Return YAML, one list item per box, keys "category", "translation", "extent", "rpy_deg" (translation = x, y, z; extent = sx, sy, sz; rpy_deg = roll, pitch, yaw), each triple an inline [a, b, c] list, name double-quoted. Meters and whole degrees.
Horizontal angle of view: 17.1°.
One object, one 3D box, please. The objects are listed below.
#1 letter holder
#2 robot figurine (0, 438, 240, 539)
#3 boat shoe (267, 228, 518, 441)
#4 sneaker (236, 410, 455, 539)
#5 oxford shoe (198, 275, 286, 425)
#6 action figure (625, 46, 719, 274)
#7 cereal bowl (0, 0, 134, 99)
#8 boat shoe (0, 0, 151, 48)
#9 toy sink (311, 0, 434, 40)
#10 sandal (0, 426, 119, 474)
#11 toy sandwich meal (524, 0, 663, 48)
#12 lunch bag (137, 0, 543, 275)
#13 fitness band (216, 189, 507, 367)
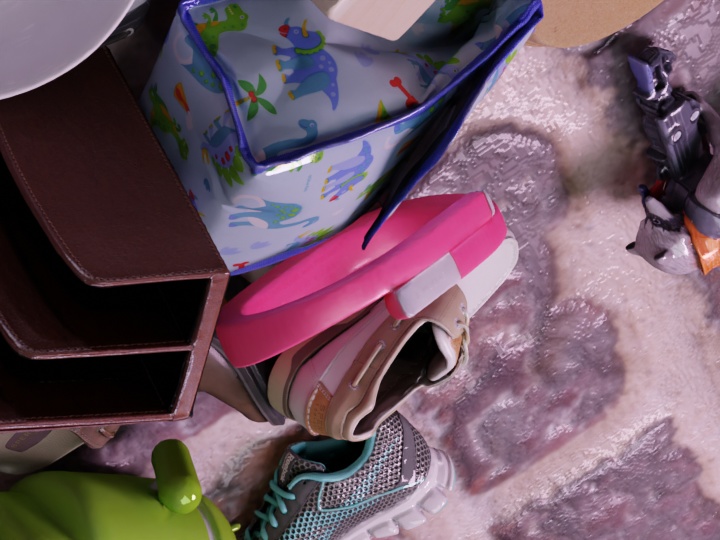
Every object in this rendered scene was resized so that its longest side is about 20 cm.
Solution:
- category: "letter holder"
  translation: [-0.175, -0.020, 1.247]
  extent: [0.141, 0.200, 0.101]
  rpy_deg: [-3, 131, -27]
- category: "robot figurine"
  translation: [-0.158, 0.187, 1.503]
  extent: [0.199, 0.115, 0.176]
  rpy_deg: [13, 106, -49]
- category: "boat shoe"
  translation: [0.036, 0.040, 1.483]
  extent: [0.200, 0.068, 0.075]
  rpy_deg: [-40, 142, -26]
- category: "sneaker"
  translation: [-0.039, 0.156, 1.600]
  extent: [0.199, 0.078, 0.091]
  rpy_deg: [-35, 122, -2]
- category: "oxford shoe"
  translation: [-0.104, 0.040, 1.455]
  extent: [0.084, 0.073, 0.200]
  rpy_deg: [-17, 143, 18]
- category: "action figure"
  translation: [0.245, -0.075, 1.518]
  extent: [0.193, 0.105, 0.200]
  rpy_deg: [-42, 140, -3]
- category: "cereal bowl"
  translation: [-0.199, -0.186, 1.148]
  extent: [0.199, 0.083, 0.202]
  rpy_deg: [-8, 113, -20]
- category: "boat shoe"
  translation: [-0.200, -0.125, 1.241]
  extent: [0.199, 0.070, 0.066]
  rpy_deg: [-21, 155, -15]
- category: "toy sink"
  translation: [-0.018, -0.233, 1.191]
  extent: [0.130, 0.200, 0.112]
  rpy_deg: [-46, 165, 13]
- category: "sandal"
  translation: [-0.167, 0.082, 1.405]
  extent: [0.079, 0.058, 0.201]
  rpy_deg: [21, 140, -22]
- category: "toy sandwich meal"
  translation: [0.143, -0.212, 1.345]
  extent: [0.204, 0.070, 0.206]
  rpy_deg: [-32, 157, -15]
- category: "lunch bag"
  translation: [-0.011, -0.088, 1.307]
  extent: [0.199, 0.128, 0.170]
  rpy_deg: [-20, 167, -25]
- category: "fitness band"
  translation: [0.000, 0.000, 1.398]
  extent: [0.200, 0.143, 0.038]
  rpy_deg: [-35, 107, -46]
